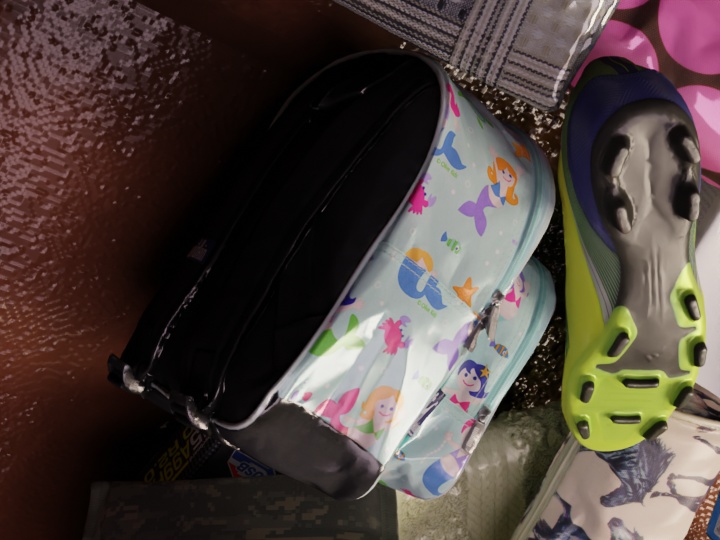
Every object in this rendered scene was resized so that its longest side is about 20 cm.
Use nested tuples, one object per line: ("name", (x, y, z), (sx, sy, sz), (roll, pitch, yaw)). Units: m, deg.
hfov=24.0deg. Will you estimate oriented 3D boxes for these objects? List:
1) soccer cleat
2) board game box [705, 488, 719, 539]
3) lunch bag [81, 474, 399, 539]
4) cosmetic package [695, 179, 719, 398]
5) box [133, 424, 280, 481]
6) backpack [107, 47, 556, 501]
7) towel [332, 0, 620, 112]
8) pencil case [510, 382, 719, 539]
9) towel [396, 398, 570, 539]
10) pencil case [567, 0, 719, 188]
("soccer cleat", (0.121, -0.005, 0.779), (0.065, 0.084, 0.200), (-7, 125, -7))
("board game box", (0.306, 0.067, 0.951), (0.196, 0.056, 0.200), (-17, 134, -28))
("lunch bag", (-0.052, 0.210, 0.883), (0.164, 0.118, 0.200), (-3, 122, 2))
("cosmetic package", (0.209, -0.020, 0.913), (0.102, 0.074, 0.200), (19, 115, -25))
("box", (-0.019, 0.138, 0.958), (0.200, 0.044, 0.160), (33, 106, -30))
("backpack", (0.000, 0.000, 0.794), (0.151, 0.178, 0.200), (30, 83, -29))
("towel", (0.047, -0.194, 0.723), (0.193, 0.035, 0.200), (31, 110, 10))
("pencil case", (0.116, 0.139, 0.884), (0.089, 0.078, 0.200), (25, 106, -8))
("towel", (0.076, 0.164, 0.954), (0.148, 0.036, 0.200), (-11, 123, -11))
("pencil case", (0.143, -0.112, 0.792), (0.200, 0.091, 0.094), (35, 75, -7))
